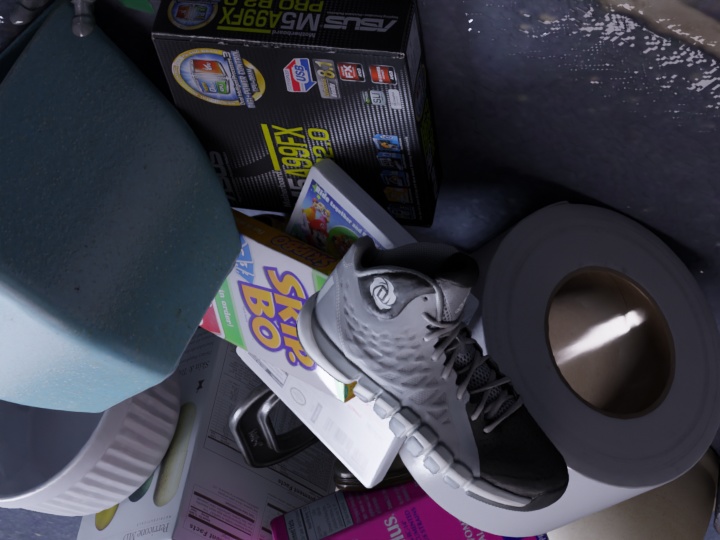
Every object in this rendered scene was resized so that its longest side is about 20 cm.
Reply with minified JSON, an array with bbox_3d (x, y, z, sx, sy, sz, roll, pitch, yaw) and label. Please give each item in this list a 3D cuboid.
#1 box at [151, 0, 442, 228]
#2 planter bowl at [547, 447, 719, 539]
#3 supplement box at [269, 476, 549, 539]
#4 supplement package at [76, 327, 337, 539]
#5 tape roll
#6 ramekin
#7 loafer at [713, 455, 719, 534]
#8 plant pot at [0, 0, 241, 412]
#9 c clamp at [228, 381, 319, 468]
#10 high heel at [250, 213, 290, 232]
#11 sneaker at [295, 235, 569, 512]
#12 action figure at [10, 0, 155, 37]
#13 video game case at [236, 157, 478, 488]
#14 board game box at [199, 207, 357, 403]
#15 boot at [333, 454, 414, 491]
[{"bbox_3d":[-0.035,-0.103,1.195,0.159,0.044,0.200,6,151,11],"label":"box"},{"bbox_3d":[0.202,0.220,1.585,0.199,0.135,0.200,10,151,6],"label":"planter bowl"},{"bbox_3d":[0.040,0.214,1.445,0.199,0.103,0.102,-24,102,0],"label":"supplement box"},{"bbox_3d":[-0.123,0.174,1.559,0.150,0.201,0.151,31,145,-32],"label":"supplement package"},{"bbox_3d":[0.132,0.071,1.278,0.202,0.203,0.139,24,150,-21],"label":"tape roll"},{"bbox_3d":[-0.239,0.104,1.493,0.199,0.201,0.105,-7,155,31],"label":"ramekin"},{"bbox_3d":[0.330,0.164,1.496,0.071,0.073,0.200,9,152,5],"label":"loafer"},{"bbox_3d":[-0.199,-0.016,1.203,0.200,0.197,0.196,39,147,-18],"label":"plant pot"},{"bbox_3d":[-0.025,0.096,1.449,0.170,0.027,0.200,-31,159,-2],"label":"c clamp"},{"bbox_3d":[0.000,0.000,1.335,0.142,0.072,0.200,-2,159,27],"label":"high heel"},{"bbox_3d":[0.059,0.053,1.119,0.200,0.075,0.116,36,127,7],"label":"sneaker"},{"bbox_3d":[-0.191,-0.216,1.052,0.118,0.055,0.200,9,147,12],"label":"action figure"},{"bbox_3d":[-0.007,0.039,1.242,0.143,0.018,0.200,45,139,18],"label":"video game case"},{"bbox_3d":[-0.064,0.016,1.253,0.199,0.030,0.096,23,129,32],"label":"board game box"},{"bbox_3d":[0.051,0.095,1.434,0.199,0.075,0.097,-26,111,10],"label":"boot"}]
